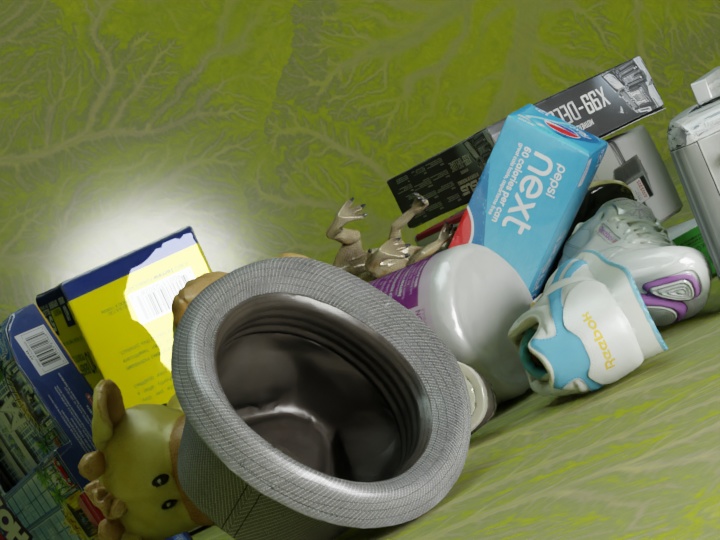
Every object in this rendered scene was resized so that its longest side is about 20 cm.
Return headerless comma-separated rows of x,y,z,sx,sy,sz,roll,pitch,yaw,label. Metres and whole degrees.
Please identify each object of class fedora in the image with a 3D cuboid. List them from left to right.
-0.035,0.089,1.295,0.090,0.177,0.200,-57,4,32,fedora

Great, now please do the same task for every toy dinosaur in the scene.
0.000,0.000,1.647,0.200,0.058,0.101,-16,-32,-24,toy dinosaur

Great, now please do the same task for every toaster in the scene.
0.278,-0.064,1.564,0.114,0.129,0.200,-23,2,16,toaster

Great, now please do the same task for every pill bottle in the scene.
0.018,0.063,1.609,0.200,0.112,0.112,-24,2,35,pill bottle

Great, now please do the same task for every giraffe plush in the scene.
-0.095,0.101,1.413,0.200,0.173,0.162,-33,0,34,giraffe plush

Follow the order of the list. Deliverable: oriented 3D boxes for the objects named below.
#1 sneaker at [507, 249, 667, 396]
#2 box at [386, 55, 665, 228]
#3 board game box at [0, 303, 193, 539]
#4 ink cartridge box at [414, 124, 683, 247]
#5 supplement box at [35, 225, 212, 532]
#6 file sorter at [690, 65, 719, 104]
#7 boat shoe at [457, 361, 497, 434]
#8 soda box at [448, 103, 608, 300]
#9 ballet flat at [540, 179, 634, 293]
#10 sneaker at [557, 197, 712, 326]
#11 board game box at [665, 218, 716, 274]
0.133,0.037,1.476,0.081,0.077,0.200,-27,0,-3,sneaker
0.132,-0.103,1.894,0.158,0.050,0.200,-27,1,-26,box
-0.234,0.159,1.558,0.200,0.200,0.062,-41,-10,39,board game box
0.156,-0.040,1.879,0.147,0.083,0.200,-24,2,29,ink cartridge box
-0.141,0.084,1.691,0.109,0.200,0.109,-25,2,-19,supplement box
0.360,-0.116,1.879,0.124,0.139,0.200,-21,3,16,file sorter
0.009,0.096,1.497,0.200,0.072,0.060,-16,-16,35,boat shoe
0.103,-0.014,1.662,0.200,0.068,0.064,-66,-12,18,soda box
0.128,0.004,1.733,0.200,0.066,0.057,-46,7,14,ballet flat
0.183,-0.010,1.604,0.075,0.100,0.200,16,-11,-18,sneaker
0.194,0.013,1.827,0.153,0.040,0.200,-26,2,-38,board game box
